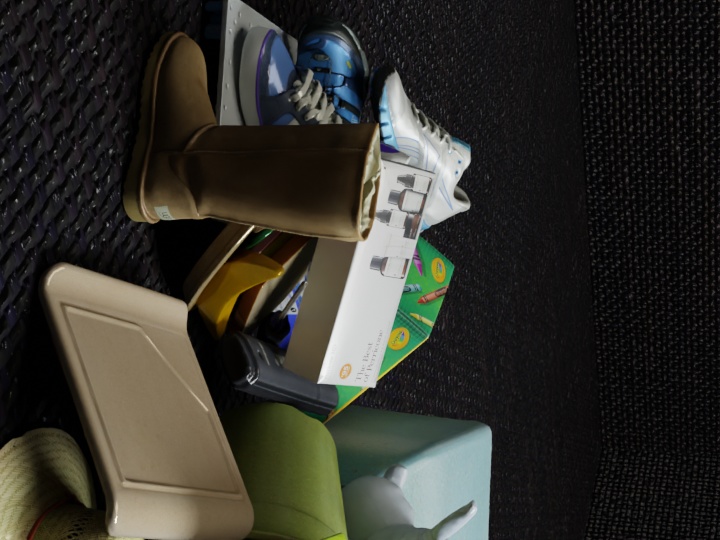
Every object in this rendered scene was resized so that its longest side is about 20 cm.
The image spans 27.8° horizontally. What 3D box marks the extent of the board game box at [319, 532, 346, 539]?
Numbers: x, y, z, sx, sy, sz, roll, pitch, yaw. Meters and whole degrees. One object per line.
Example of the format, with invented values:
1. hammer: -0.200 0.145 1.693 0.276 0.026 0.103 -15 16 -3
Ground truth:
1. board game box: -0.108 0.261 1.106 0.101 0.199 0.048 3 63 -66

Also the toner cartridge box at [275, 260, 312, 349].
1. toner cartridge box: -0.052 -0.017 1.531 0.201 0.043 0.095 -70 157 -45

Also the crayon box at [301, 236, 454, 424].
1. crayon box: 0.004 0.065 1.494 0.058 0.200 0.119 39 38 -12

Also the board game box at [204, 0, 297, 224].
1. board game box: -0.105 -0.137 1.373 0.200 0.026 0.202 15 77 -73

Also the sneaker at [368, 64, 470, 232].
1. sneaker: 0.064 -0.128 1.457 0.075 0.086 0.201 -98 171 -47

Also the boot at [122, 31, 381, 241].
1. boot: -0.078 -0.108 1.166 0.066 0.198 0.177 47 48 -67

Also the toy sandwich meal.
1. toy sandwich meal: -0.079 -0.017 1.264 0.205 0.070 0.205 -48 180 0

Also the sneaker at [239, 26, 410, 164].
1. sneaker: -0.025 -0.131 1.342 0.081 0.145 0.201 -64 152 -53

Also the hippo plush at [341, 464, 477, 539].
1. hippo plush: 0.014 0.271 1.325 0.159 0.161 0.201 -31 134 -17

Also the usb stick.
1. usb stick: -0.071 0.095 1.315 0.200 0.032 0.056 30 40 -65

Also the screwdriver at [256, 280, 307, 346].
1. screwdriver: -0.065 0.033 1.263 0.200 0.028 0.029 123 -19 -65

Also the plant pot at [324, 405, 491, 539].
1. plant pot: 0.005 0.261 1.526 0.199 0.194 0.198 -6 98 -57

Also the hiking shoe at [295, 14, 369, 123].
1. hiking shoe: -0.030 -0.151 1.436 0.087 0.074 0.201 -78 167 -55

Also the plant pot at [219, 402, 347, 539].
1. plant pot: -0.086 0.220 1.259 0.191 0.198 0.201 -85 167 -50

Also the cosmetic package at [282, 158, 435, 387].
1. cosmetic package: 0.000 0.000 1.280 0.082 0.050 0.202 9 99 -48

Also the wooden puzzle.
1. wooden puzzle: -0.161 0.104 1.079 0.185 0.037 0.201 23 44 -61

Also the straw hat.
1. straw hat: -0.196 0.207 1.021 0.201 0.084 0.203 2 90 -73
